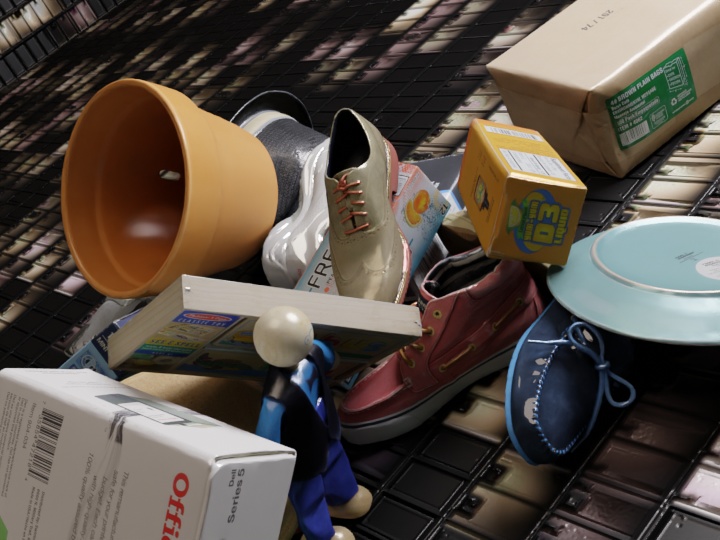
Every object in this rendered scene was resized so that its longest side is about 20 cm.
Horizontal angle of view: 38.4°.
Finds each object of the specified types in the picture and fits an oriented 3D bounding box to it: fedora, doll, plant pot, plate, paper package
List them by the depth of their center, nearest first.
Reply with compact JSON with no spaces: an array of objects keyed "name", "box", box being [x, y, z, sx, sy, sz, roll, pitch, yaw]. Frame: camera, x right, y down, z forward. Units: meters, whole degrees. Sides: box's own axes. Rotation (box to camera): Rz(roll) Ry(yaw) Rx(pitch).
[{"name":"doll","box":[-0.037,0.105,0.716,0.048,0.201,0.137,3,39,22]},{"name":"plate","box":[0.235,-0.003,0.745,0.198,0.026,0.200,-3,24,2]},{"name":"plant pot","box":[-0.173,-0.073,0.991,0.199,0.202,0.139,0,-1,43]},{"name":"paper package","box":[0.262,-0.206,1.039,0.199,0.104,0.190,-36,29,-12]},{"name":"fedora","box":[-0.083,-0.096,1.139,0.091,0.202,0.201,15,49,29]}]

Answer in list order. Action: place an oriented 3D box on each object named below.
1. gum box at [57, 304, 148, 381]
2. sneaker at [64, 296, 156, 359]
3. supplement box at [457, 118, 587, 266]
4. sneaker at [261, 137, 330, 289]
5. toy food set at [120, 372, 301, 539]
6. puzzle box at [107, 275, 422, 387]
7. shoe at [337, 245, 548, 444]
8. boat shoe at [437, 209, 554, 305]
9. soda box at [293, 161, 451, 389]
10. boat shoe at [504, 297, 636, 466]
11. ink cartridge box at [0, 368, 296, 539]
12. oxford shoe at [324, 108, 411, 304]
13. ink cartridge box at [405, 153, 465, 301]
[{"name":"gum box","box":[-0.246,0.101,0.969,0.200,0.045,0.170,-39,-1,18]},{"name":"sneaker","box":[-0.257,0.082,1.115,0.116,0.075,0.200,-47,22,-20]},{"name":"supplement box","box":[0.125,-0.067,0.836,0.068,0.067,0.200,11,20,-3]},{"name":"sneaker","box":[-0.016,-0.058,1.020,0.099,0.078,0.201,-2,51,32]},{"name":"toy food set","box":[-0.131,0.160,0.787,0.196,0.049,0.201,-11,54,-15]},{"name":"puzzle box","box":[-0.070,0.050,0.766,0.133,0.199,0.026,-35,55,48]},{"name":"shoe","box":[0.054,0.055,0.829,0.199,0.091,0.072,-30,28,1]},{"name":"boat shoe","box":[0.135,-0.026,0.904,0.064,0.072,0.200,-37,28,-10]},{"name":"soda box","box":[0.000,0.000,0.928,0.063,0.068,0.201,17,71,45]},{"name":"boat shoe","box":[0.162,0.051,0.741,0.068,0.084,0.201,-17,32,42]},{"name":"ink cartridge box","box":[-0.152,0.157,0.655,0.199,0.084,0.147,14,93,34]},{"name":"oxford shoe","box":[-0.005,-0.044,0.860,0.070,0.075,0.201,-19,55,18]},{"name":"ink cartridge box","box":[0.009,-0.037,1.071,0.199,0.044,0.199,-10,36,35]}]
